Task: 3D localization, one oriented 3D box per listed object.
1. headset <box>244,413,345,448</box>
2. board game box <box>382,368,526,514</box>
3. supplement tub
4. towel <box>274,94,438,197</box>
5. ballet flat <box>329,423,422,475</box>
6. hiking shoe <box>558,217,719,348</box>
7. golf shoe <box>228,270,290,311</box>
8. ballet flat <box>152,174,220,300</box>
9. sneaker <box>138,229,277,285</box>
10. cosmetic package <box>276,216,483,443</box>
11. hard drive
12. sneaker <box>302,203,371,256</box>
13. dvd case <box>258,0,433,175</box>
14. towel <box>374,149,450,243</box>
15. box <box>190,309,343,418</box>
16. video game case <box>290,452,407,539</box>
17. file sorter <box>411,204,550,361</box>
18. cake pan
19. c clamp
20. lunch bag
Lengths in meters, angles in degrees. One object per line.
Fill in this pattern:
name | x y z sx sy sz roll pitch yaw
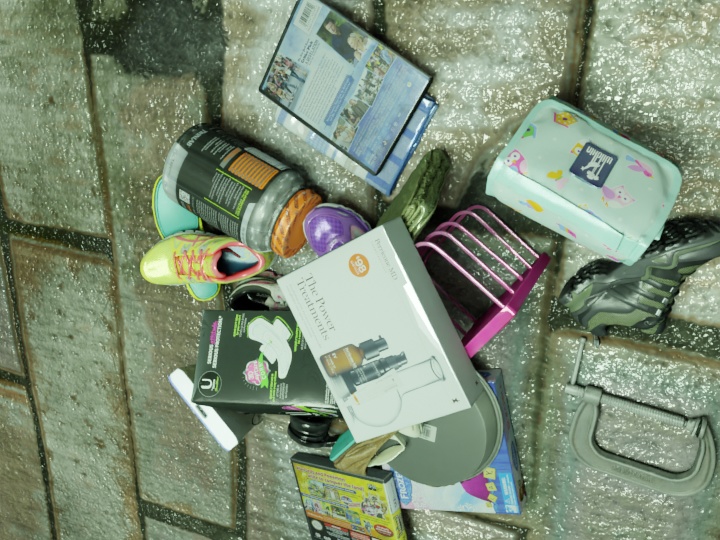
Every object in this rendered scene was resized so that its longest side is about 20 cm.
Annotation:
headset | -0.081 0.204 1.033 0.198 0.094 0.125 -7 101 11
board game box | 0.118 0.243 0.953 0.198 0.041 0.202 -8 103 28
supplement tub | -0.159 -0.106 0.921 0.199 0.122 0.123 31 118 13
towel | -0.012 -0.207 0.873 0.199 0.024 0.148 36 119 10
ballet flat | 0.036 0.207 0.883 0.072 0.068 0.201 31 119 -9
hiking shoe | 0.332 0.016 0.765 0.199 0.076 0.101 -31 101 39
golf shoe | -0.092 0.052 0.961 0.198 0.092 0.073 6 109 21
ballet flat | -0.265 -0.050 1.024 0.066 0.067 0.202 -19 104 -8
sneaker | -0.219 -0.016 0.956 0.198 0.090 0.079 -10 106 -2
cosmetic package | 0.018 0.066 0.711 0.150 0.052 0.201 -26 92 30
hard drive | -0.215 0.197 1.016 0.025 0.200 0.132 -40 87 -3
sneaker | 0.000 0.000 0.877 0.080 0.089 0.201 -37 101 14
dvd case | -0.024 -0.233 0.846 0.199 0.018 0.143 37 120 8
towel | 0.050 -0.057 0.796 0.036 0.200 0.149 33 120 -7
box | -0.103 0.130 0.913 0.198 0.149 0.126 1 73 13
video game case | -0.014 0.383 1.049 0.199 0.025 0.183 -2 107 41
file sorter | 0.113 0.019 0.789 0.125 0.200 0.139 43 120 7
cake pan | 0.091 0.205 0.908 0.198 0.037 0.202 8 110 23
c clamp | 0.344 0.195 0.838 0.198 0.027 0.172 20 115 19
lunch bag | 0.230 -0.091 0.695 0.170 0.200 0.123 33 119 12
